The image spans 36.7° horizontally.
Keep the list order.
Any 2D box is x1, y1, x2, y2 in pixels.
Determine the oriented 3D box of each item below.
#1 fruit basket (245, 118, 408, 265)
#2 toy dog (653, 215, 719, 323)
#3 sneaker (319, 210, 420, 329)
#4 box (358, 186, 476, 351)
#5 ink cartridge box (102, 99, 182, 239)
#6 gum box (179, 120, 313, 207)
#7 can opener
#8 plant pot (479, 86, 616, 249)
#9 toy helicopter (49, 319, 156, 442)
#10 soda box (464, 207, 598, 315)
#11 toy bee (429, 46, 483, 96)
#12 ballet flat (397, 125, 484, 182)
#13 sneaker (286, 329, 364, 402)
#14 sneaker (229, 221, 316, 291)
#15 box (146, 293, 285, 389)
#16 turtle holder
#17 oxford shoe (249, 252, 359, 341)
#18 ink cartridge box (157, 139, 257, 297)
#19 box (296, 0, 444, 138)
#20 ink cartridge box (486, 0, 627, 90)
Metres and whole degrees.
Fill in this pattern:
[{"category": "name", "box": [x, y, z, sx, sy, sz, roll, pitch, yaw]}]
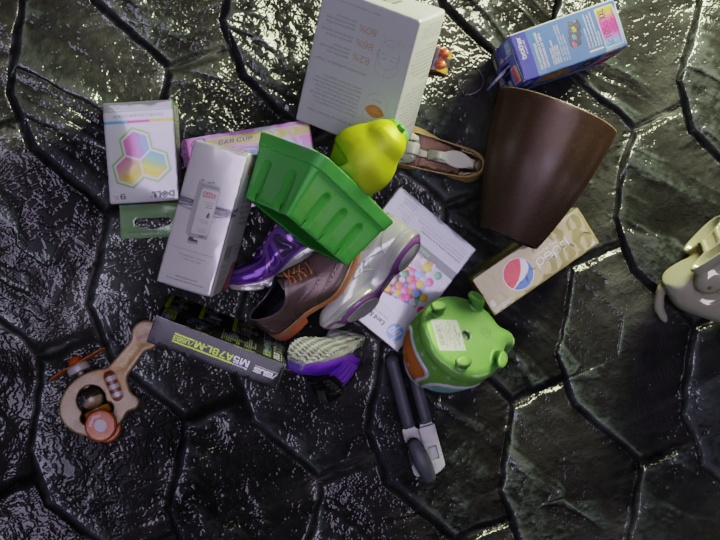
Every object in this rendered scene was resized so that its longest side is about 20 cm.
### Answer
[{"category": "fruit basket", "box": [-0.031, -0.134, 1.497, 0.214, 0.155, 0.218, -24, 125, -39]}, {"category": "toy dog", "box": [0.577, 0.051, 1.680, 0.200, 0.140, 0.194, 43, 102, -7]}, {"category": "sneaker", "box": [0.000, 0.000, 1.619, 0.100, 0.075, 0.200, 43, 94, 20]}, {"category": "box", "box": [0.057, -0.003, 1.668, 0.156, 0.041, 0.201, 39, 90, -6]}, {"category": "ink cartridge box", "box": [-0.318, -0.148, 1.605, 0.103, 0.059, 0.203, -3, 94, -1]}, {"category": "gum box", "box": [-0.166, -0.152, 1.621, 0.198, 0.066, 0.115, -10, 96, -5]}, {"category": "can opener", "box": [0.087, 0.226, 1.673, 0.053, 0.067, 0.202, -15, 95, -5]}, {"category": "plant pot", "box": [0.256, -0.141, 1.604, 0.185, 0.187, 0.202, 21, 91, -7]}, {"category": "toy helicopter", "box": [-0.377, 0.153, 1.629, 0.132, 0.079, 0.201, 37, 79, 2]}, {"category": "soda box", "box": [0.265, -0.016, 1.677, 0.199, 0.064, 0.068, -34, 96, -2]}, {"category": "toy bee", "box": [0.094, -0.325, 1.616, 0.198, 0.109, 0.133, -5, 94, -5]}, {"category": "ballet flat", "box": [0.100, -0.183, 1.649, 0.198, 0.063, 0.069, 12, 92, -6]}, {"category": "sneaker", "box": [-0.050, 0.149, 1.597, 0.069, 0.200, 0.101, 15, 100, 23]}, {"category": "sneaker", "box": [-0.122, -0.042, 1.623, 0.199, 0.081, 0.084, -35, 113, -9]}, {"category": "box", "box": [-0.203, 0.100, 1.568, 0.191, 0.200, 0.048, 19, 96, -8]}, {"category": "turtle holder", "box": [0.143, 0.111, 1.635, 0.141, 0.132, 0.185, 51, 45, 6]}, {"category": "oxford shoe", "box": [-0.079, 0.018, 1.576, 0.200, 0.071, 0.073, -49, 138, 9]}, {"category": "ink cartridge box", "box": [-0.206, -0.074, 1.516, 0.082, 0.147, 0.202, 16, 94, 2]}, {"category": "box", "box": [0.013, -0.293, 1.554, 0.151, 0.106, 0.202, 24, 118, 15]}, {"category": "ink cartridge box", "box": [0.279, -0.324, 1.621, 0.198, 0.136, 0.077, -18, 90, -4]}]
